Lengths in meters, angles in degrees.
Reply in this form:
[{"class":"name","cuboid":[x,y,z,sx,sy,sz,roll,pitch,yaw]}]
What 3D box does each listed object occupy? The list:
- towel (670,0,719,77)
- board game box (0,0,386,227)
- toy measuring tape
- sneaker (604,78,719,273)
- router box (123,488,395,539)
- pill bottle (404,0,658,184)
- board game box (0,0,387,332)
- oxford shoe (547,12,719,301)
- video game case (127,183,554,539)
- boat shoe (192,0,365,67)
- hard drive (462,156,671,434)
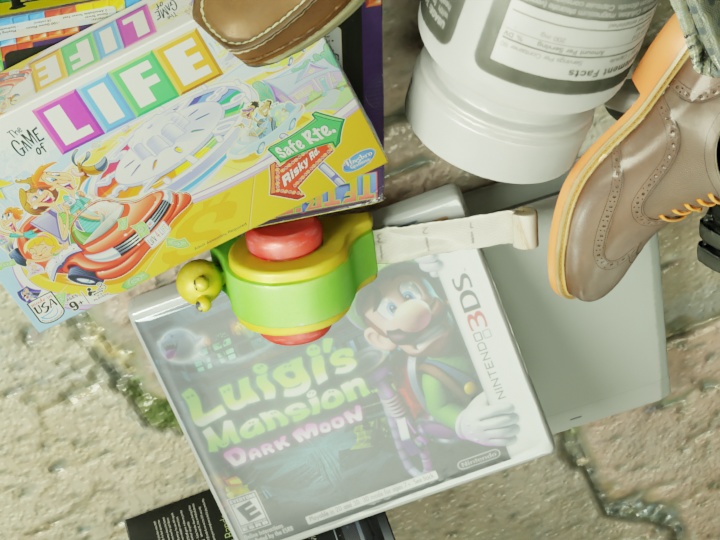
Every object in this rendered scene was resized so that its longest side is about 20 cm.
[{"class":"towel","cuboid":[0.159,-0.210,0.944,0.034,0.193,0.200,-10,113,45]},{"class":"board game box","cuboid":[-0.088,-0.094,1.060,0.200,0.057,0.166,-11,135,-11]},{"class":"toy measuring tape","cuboid":[0.000,0.000,1.121,0.199,0.074,0.074,-7,133,0]},{"class":"sneaker","cuboid":[0.207,-0.045,1.184,0.200,0.071,0.099,14,102,-34]},{"class":"router box","cuboid":[-0.044,0.210,1.248,0.157,0.200,0.052,-19,136,-2]},{"class":"pill bottle","cuboid":[0.094,-0.151,1.034,0.114,0.114,0.200,2,130,-22]},{"class":"board game box","cuboid":[-0.102,-0.063,1.019,0.200,0.034,0.135,-26,135,4]},{"class":"oxford shoe","cuboid":[0.160,-0.049,1.084,0.071,0.073,0.200,-21,147,-44]},{"class":"video game case","cuboid":[-0.008,0.062,1.203,0.200,0.023,0.182,-19,116,6]},{"class":"boat shoe","cuboid":[-0.004,-0.181,0.919,0.200,0.076,0.074,-51,167,1]},{"class":"hard drive","cuboid":[0.118,0.021,1.260,0.132,0.026,0.200,-17,135,-5]}]
